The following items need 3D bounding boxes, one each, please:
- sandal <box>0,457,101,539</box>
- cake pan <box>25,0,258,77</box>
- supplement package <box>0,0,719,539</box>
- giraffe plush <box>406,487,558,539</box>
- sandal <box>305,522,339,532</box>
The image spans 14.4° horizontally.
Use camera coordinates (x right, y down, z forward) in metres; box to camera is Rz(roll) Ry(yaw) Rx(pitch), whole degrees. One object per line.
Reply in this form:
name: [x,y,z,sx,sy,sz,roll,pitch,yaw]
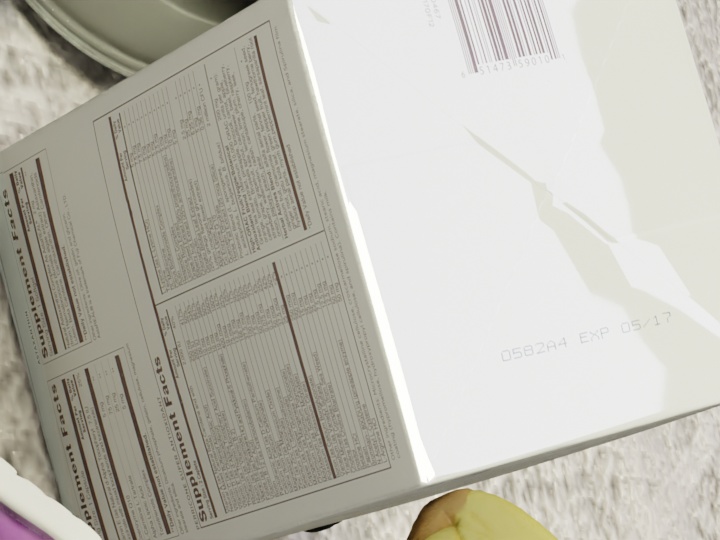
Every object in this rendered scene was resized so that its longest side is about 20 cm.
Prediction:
sandal: [-0.122,0.082,0.775,0.050,0.083,0.203,-7,42,-48]
cake pan: [-0.066,-0.166,1.058,0.200,0.037,0.201,15,66,-39]
supplement package: [0.000,0.000,0.919,0.151,0.200,0.151,-12,83,-37]
giraffe plush: [0.053,0.190,1.022,0.163,0.199,0.173,88,0,-48]
sandal: [-0.004,0.008,1.096,0.048,0.075,0.201,36,41,-22]
